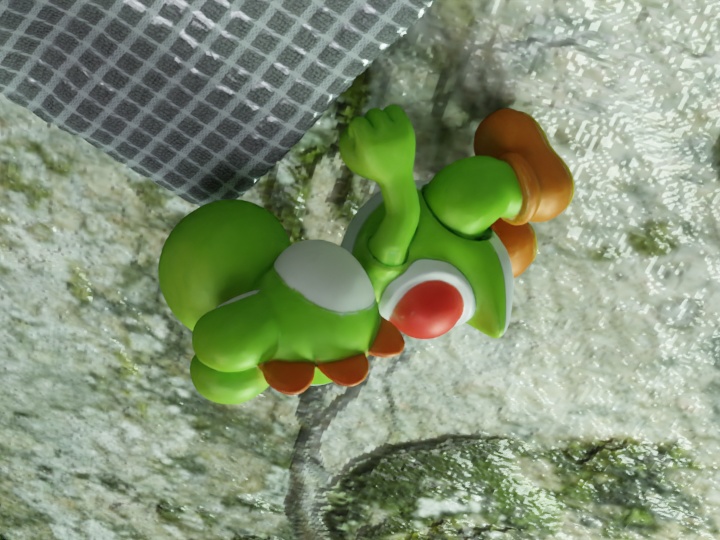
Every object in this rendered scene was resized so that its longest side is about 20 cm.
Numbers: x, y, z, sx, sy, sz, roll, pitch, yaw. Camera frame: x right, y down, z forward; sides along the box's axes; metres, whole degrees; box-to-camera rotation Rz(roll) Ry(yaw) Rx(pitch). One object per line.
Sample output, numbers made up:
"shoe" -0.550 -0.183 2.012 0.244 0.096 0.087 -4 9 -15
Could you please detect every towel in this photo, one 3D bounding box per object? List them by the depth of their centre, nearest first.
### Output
"towel" -0.075 -0.123 0.690 0.165 0.086 0.200 31 137 -20

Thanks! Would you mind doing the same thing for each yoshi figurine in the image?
"yoshi figurine" -0.008 -0.013 0.736 0.112 0.200 0.113 2 113 51

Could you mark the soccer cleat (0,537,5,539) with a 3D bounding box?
"soccer cleat" -0.230 0.259 1.186 0.083 0.065 0.200 -13 132 25
